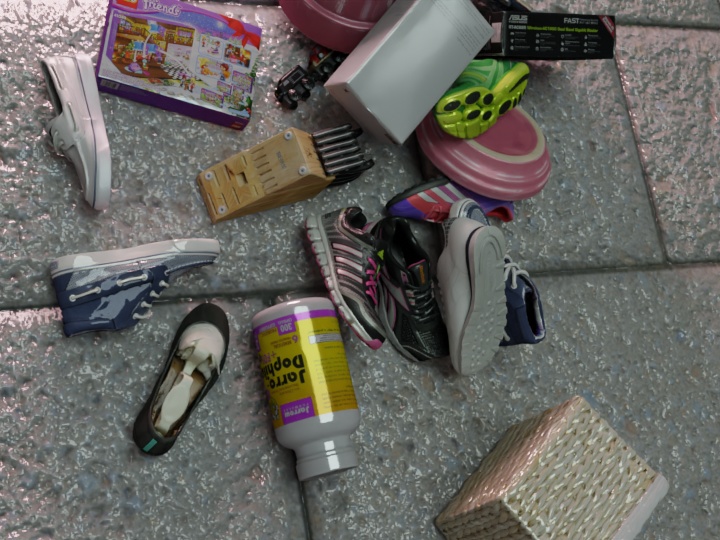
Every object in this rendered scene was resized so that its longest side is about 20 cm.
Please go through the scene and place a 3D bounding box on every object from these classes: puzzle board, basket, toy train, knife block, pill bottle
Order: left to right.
[{"bbox_3d":[-0.086,-0.122,1.462,0.198,0.175,0.065,-25,80,15],"label":"knife block"},{"bbox_3d":[-0.060,0.141,1.352,0.103,0.104,0.202,-8,76,-28],"label":"pill bottle"},{"bbox_3d":[-0.048,-0.286,1.544,0.046,0.034,0.200,42,59,4],"label":"toy train"},{"bbox_3d":[0.144,-0.424,1.629,0.199,0.151,0.017,33,96,-13],"label":"puzzle board"},{"bbox_3d":[0.226,0.290,1.393,0.161,0.198,0.200,46,60,-1],"label":"basket"}]

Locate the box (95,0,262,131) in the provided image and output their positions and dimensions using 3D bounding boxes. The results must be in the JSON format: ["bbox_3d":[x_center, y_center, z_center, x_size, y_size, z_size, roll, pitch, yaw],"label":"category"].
[{"bbox_3d":[-0.228,-0.269,1.444,0.198,0.039,0.138,14,68,-21],"label":"box"}]

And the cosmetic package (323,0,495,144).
[{"bbox_3d":[0.062,-0.268,1.448,0.200,0.081,0.113,-48,113,-10],"label":"cosmetic package"}]

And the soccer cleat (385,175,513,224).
[{"bbox_3d":[0.126,-0.088,1.545,0.198,0.068,0.074,-12,83,-31],"label":"soccer cleat"}]

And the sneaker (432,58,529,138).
[{"bbox_3d":[0.148,-0.233,1.521,0.083,0.075,0.199,25,35,27],"label":"sneaker"}]

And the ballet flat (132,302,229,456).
[{"bbox_3d":[-0.194,0.120,1.313,0.068,0.068,0.202,29,63,-14],"label":"ballet flat"}]

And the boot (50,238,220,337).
[{"bbox_3d":[-0.254,0.020,1.325,0.198,0.073,0.091,-9,84,-20],"label":"boot"}]

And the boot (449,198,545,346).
[{"bbox_3d":[0.182,0.000,1.488,0.072,0.090,0.202,-26,103,-41],"label":"boot"}]

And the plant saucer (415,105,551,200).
[{"bbox_3d":[0.175,-0.182,1.563,0.198,0.051,0.202,15,42,-14],"label":"plant saucer"}]

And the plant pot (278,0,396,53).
[{"bbox_3d":[0.001,-0.419,1.504,0.198,0.179,0.202,10,57,-15],"label":"plant pot"}]

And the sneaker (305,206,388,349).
[{"bbox_3d":[0.000,0.000,1.409,0.087,0.074,0.201,-26,60,4],"label":"sneaker"}]

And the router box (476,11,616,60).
[{"bbox_3d":[0.241,-0.332,1.628,0.198,0.149,0.063,-4,99,-28],"label":"router box"}]

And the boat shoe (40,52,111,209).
[{"bbox_3d":[-0.336,-0.161,1.344,0.065,0.074,0.202,-7,66,-23],"label":"boat shoe"}]

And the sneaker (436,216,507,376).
[{"bbox_3d":[0.134,0.033,1.446,0.076,0.080,0.203,-10,111,-43],"label":"sneaker"}]

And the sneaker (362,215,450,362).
[{"bbox_3d":[0.062,0.022,1.462,0.080,0.086,0.202,-26,86,-29],"label":"sneaker"}]
